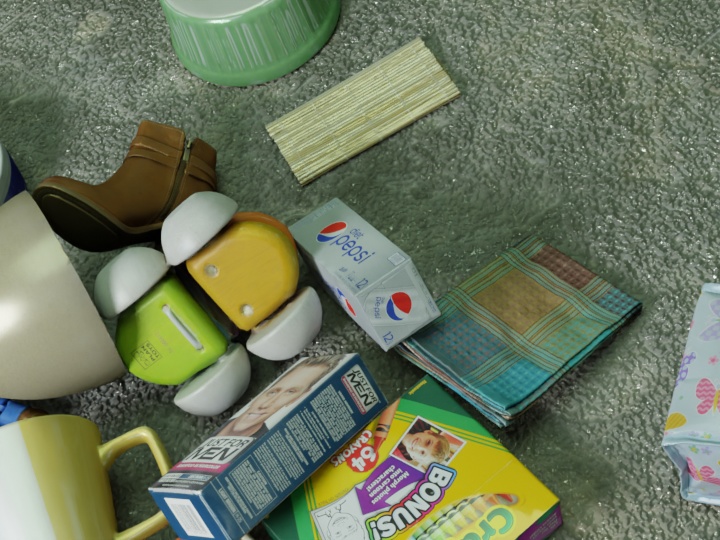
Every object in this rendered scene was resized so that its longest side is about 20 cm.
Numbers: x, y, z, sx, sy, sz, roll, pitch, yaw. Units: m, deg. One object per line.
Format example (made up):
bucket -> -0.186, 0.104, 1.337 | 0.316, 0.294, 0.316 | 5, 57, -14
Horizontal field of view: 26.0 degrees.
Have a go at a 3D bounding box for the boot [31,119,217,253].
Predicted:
boot -> -0.228, -0.091, 1.569 | 0.077, 0.200, 0.156 | -32, 43, 49

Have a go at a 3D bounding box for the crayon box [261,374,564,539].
crayon box -> 0.044, 0.216, 1.352 | 0.200, 0.058, 0.172 | -40, 57, -13

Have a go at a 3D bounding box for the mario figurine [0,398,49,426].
mario figurine -> -0.401, 0.133, 1.545 | 0.200, 0.106, 0.123 | 29, 32, 19

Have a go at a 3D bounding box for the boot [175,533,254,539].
boot -> -0.097, 0.289, 1.343 | 0.107, 0.075, 0.200 | -37, 54, -16

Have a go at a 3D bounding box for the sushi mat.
sushi mat -> 0.002, -0.171, 1.655 | 0.200, 0.012, 0.096 | -31, 54, -5

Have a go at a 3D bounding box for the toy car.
toy car -> -0.143, 0.023, 1.490 | 0.200, 0.175, 0.150 | -39, 12, 9

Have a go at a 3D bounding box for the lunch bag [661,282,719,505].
lunch bag -> 0.370, 0.113, 1.295 | 0.199, 0.127, 0.170 | 2, 55, 28

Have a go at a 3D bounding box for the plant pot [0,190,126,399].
plant pot -> -0.327, 0.043, 1.475 | 0.134, 0.201, 0.200 | -29, 54, -13

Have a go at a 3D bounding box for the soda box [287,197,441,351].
soda box -> 0.000, 0.000, 1.459 | 0.063, 0.068, 0.200 | -33, 27, -8

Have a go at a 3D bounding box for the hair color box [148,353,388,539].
hair color box -> -0.080, 0.154, 1.376 | 0.200, 0.061, 0.100 | -39, 17, -31

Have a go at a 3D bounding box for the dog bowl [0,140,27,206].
dog bowl -> -0.463, -0.073, 1.681 | 0.199, 0.079, 0.201 | -7, 55, 11

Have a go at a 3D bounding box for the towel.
towel -> 0.144, 0.047, 1.429 | 0.147, 0.022, 0.200 | 34, 54, 30

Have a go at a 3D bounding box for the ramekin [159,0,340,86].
ramekin -> -0.129, -0.312, 1.733 | 0.199, 0.098, 0.201 | -8, 55, 11

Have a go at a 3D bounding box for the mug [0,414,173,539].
mug -> -0.270, 0.221, 1.387 | 0.186, 0.149, 0.153 | -40, 58, 25
